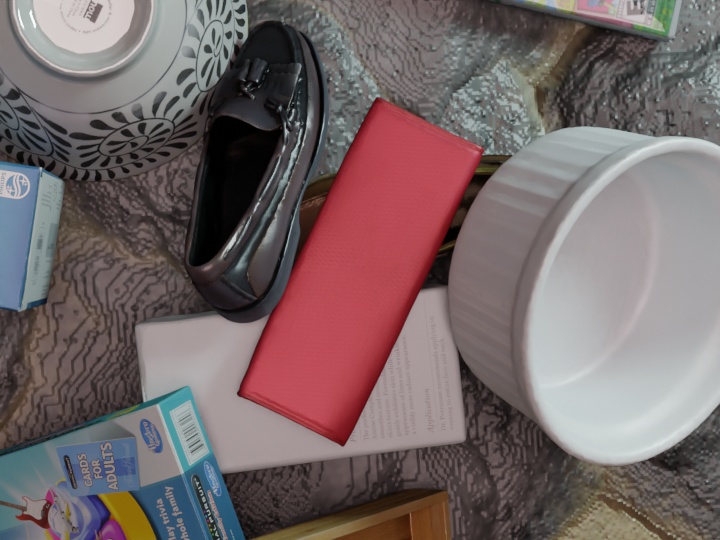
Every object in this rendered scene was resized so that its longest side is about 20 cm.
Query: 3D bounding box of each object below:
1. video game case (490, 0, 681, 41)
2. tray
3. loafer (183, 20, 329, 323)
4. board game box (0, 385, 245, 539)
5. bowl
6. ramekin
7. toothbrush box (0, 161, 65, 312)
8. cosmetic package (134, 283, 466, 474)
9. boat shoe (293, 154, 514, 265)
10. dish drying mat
[{"bbox_3d":[0.139,-0.268,1.022,0.180,0.022,0.202,12,90,-6],"label":"video game case"},{"bbox_3d":[-0.010,0.198,0.939,0.037,0.199,0.100,-4,91,34],"label":"tray"},{"bbox_3d":[-0.066,-0.071,0.948,0.071,0.063,0.202,-6,65,28],"label":"loafer"},{"bbox_3d":[-0.169,0.173,0.943,0.199,0.047,0.152,-19,93,21],"label":"board game box"},{"bbox_3d":[-0.166,-0.158,0.957,0.199,0.094,0.203,0,90,-7],"label":"bowl"},{"bbox_3d":[0.148,0.008,0.953,0.199,0.097,0.202,-12,112,-32],"label":"ramekin"},{"bbox_3d":[-0.284,-0.033,0.920,0.198,0.146,0.086,10,90,-7],"label":"toothbrush box"},{"bbox_3d":[-0.037,0.069,0.985,0.198,0.074,0.103,-6,91,-4],"label":"cosmetic package"},{"bbox_3d":[0.020,-0.037,0.990,0.198,0.068,0.073,-18,93,-5],"label":"boat shoe"},{"bbox_3d":[0.000,0.000,0.945,0.076,0.018,0.201,25,83,0],"label":"dish drying mat"}]
